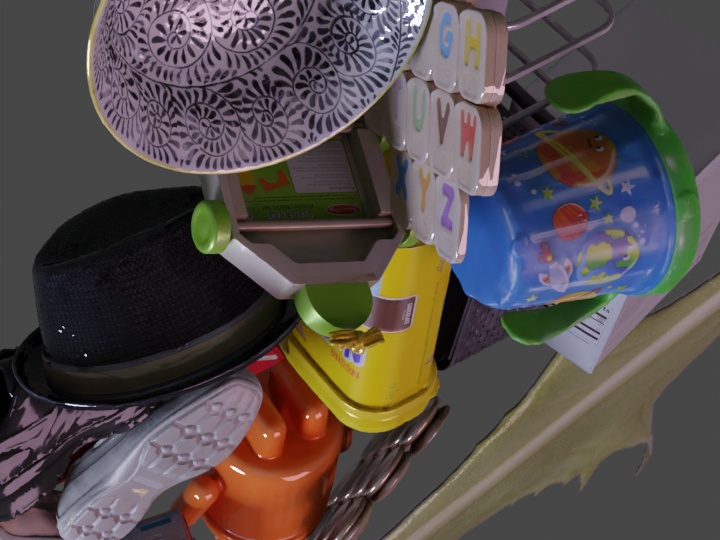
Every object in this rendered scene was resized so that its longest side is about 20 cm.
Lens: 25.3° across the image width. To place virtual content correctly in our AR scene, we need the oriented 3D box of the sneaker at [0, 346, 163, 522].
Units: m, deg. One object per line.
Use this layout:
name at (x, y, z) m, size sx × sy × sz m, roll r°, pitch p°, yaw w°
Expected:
sneaker at (-0.202, 0.079, 1.085) m, size 0.200 × 0.076 × 0.091 m, roll -43°, pitch 130°, yaw -24°

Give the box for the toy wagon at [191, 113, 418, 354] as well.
toy wagon at (-0.035, -0.037, 0.998) m, size 0.155 × 0.201 × 0.040 m, roll -3°, pitch 157°, yaw -34°

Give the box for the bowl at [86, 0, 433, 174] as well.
bowl at (-0.068, -0.158, 0.884) m, size 0.200 × 0.094 × 0.201 m, roll -18°, pitch 142°, yaw -15°

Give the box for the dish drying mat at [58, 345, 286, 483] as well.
dish drying mat at (-0.153, 0.096, 1.187) m, size 0.200 × 0.018 × 0.077 m, roll -30°, pitch 149°, yaw -2°

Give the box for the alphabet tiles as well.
alphabet tiles at (0.039, -0.111, 0.931) m, size 0.015 × 0.200 × 0.196 m, roll -2°, pitch 107°, yaw -17°

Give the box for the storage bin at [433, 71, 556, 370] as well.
storage bin at (0.074, -0.041, 1.205) m, size 0.094 × 0.135 × 0.200 m, roll -24°, pitch 147°, yaw -32°

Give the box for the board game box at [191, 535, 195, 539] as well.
board game box at (-0.235, 0.309, 1.401) m, size 0.200 × 0.035 × 0.136 m, roll -27°, pitch 149°, yaw -28°

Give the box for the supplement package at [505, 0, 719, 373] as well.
supplement package at (0.203, -0.069, 1.286) m, size 0.191 × 0.147 × 0.200 m, roll -40°, pitch 156°, yaw -39°

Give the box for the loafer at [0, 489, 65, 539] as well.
loafer at (-0.269, 0.175, 1.156) m, size 0.072 × 0.063 × 0.200 m, roll -21°, pitch 152°, yaw 25°

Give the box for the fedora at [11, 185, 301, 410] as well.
fedora at (-0.133, 0.005, 1.015) m, size 0.200 × 0.200 × 0.092 m, roll -28°, pitch 119°, yaw -25°

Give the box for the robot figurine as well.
robot figurine at (-0.078, 0.155, 1.307) m, size 0.200 × 0.116 × 0.144 m, roll 102°, pitch 10°, yaw -50°

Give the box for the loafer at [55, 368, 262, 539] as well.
loafer at (-0.148, 0.122, 1.145) m, size 0.200 × 0.070 × 0.070 m, roll -38°, pitch 133°, yaw 23°

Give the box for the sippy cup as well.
sippy cup at (0.126, -0.036, 1.032) m, size 0.130 × 0.140 × 0.178 m, roll -16°, pitch 99°, yaw -24°

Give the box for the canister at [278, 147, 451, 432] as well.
canister at (0.000, 0.000, 1.158) m, size 0.086 × 0.149 × 0.200 m, roll -25°, pitch 146°, yaw -27°

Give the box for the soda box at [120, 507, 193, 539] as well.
soda box at (-0.221, 0.255, 1.254) m, size 0.199 × 0.064 × 0.068 m, roll -17°, pitch 147°, yaw -7°

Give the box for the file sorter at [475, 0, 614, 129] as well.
file sorter at (0.087, -0.176, 1.047) m, size 0.139 × 0.125 × 0.200 m, roll -28°, pitch 148°, yaw -27°

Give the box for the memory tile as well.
memory tile at (0.007, 0.174, 1.324) m, size 0.153 × 0.017 × 0.200 m, roll -53°, pitch -177°, yaw -16°
